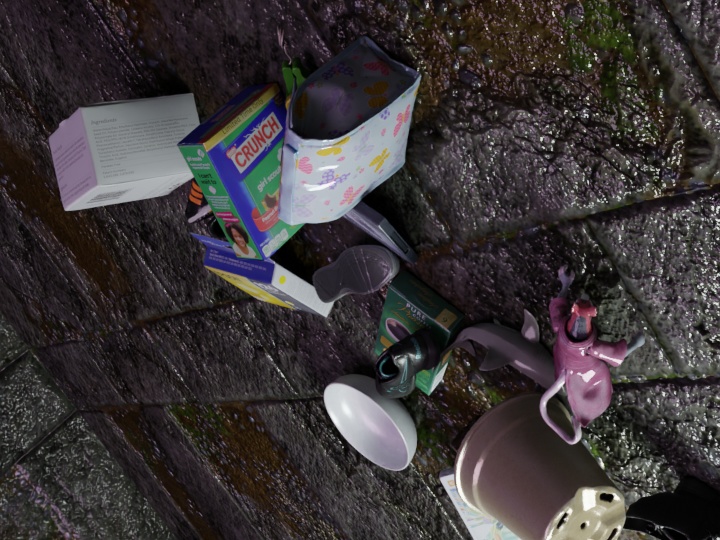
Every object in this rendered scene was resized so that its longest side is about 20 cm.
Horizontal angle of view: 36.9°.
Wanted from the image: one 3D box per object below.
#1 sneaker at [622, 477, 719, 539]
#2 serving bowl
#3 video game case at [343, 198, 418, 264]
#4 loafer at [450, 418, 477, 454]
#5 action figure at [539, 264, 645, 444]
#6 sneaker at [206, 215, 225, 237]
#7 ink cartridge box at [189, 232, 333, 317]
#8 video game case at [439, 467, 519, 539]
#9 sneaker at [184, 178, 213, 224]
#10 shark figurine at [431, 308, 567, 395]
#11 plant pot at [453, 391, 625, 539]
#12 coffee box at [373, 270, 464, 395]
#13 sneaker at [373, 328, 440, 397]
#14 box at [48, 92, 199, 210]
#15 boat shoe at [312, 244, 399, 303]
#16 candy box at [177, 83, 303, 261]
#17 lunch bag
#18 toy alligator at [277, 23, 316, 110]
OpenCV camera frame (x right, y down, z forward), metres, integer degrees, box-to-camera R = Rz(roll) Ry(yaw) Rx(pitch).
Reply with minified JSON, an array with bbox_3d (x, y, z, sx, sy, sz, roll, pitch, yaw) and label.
[{"bbox_3d":[0.456,0.347,1.418,0.199,0.104,0.060,30,146,28],"label":"sneaker"},{"bbox_3d":[0.028,0.258,1.918,0.199,0.066,0.201,33,148,24],"label":"serving bowl"},{"bbox_3d":[0.001,-0.076,1.513,0.142,0.019,0.200,36,178,21],"label":"video game case"},{"bbox_3d":[0.190,0.336,1.772,0.073,0.071,0.202,-130,18,-63],"label":"loafer"},{"bbox_3d":[0.264,0.096,1.349,0.133,0.149,0.201,37,163,29],"label":"action figure"},{"bbox_3d":[-0.172,-0.086,1.740,0.198,0.083,0.072,-14,107,41],"label":"sneaker"},{"bbox_3d":[-0.174,0.010,1.831,0.196,0.048,0.199,14,167,46],"label":"ink cartridge box"},{"bbox_3d":[0.247,0.378,1.722,0.180,0.022,0.201,-19,114,23],"label":"video game case"},{"bbox_3d":[-0.256,-0.146,1.831,0.200,0.069,0.091,-26,89,59],"label":"sneaker"},{"bbox_3d":[0.183,0.116,1.529,0.213,0.089,0.129,14,135,42],"label":"shark figurine"},{"bbox_3d":[0.257,0.299,1.474,0.183,0.199,0.202,43,159,55],"label":"plant pot"},{"bbox_3d":[0.088,0.100,1.674,0.122,0.044,0.201,37,149,19],"label":"coffee box"},{"bbox_3d":[0.050,0.145,1.639,0.076,0.078,0.200,65,153,19],"label":"sneaker"},{"bbox_3d":[-0.380,-0.192,1.761,0.198,0.198,0.133,-15,88,58],"label":"box"},{"bbox_3d":[0.000,0.002,1.669,0.201,0.064,0.075,-27,85,54],"label":"boat shoe"},{"bbox_3d":[-0.151,-0.145,1.575,0.076,0.169,0.202,1,128,46],"label":"candy box"},{"bbox_3d":[-0.032,-0.169,1.359,0.127,0.200,0.171,36,149,19],"label":"lunch bag"},{"bbox_3d":[-0.077,-0.250,1.478,0.053,0.060,0.202,-4,135,1],"label":"toy alligator"}]
